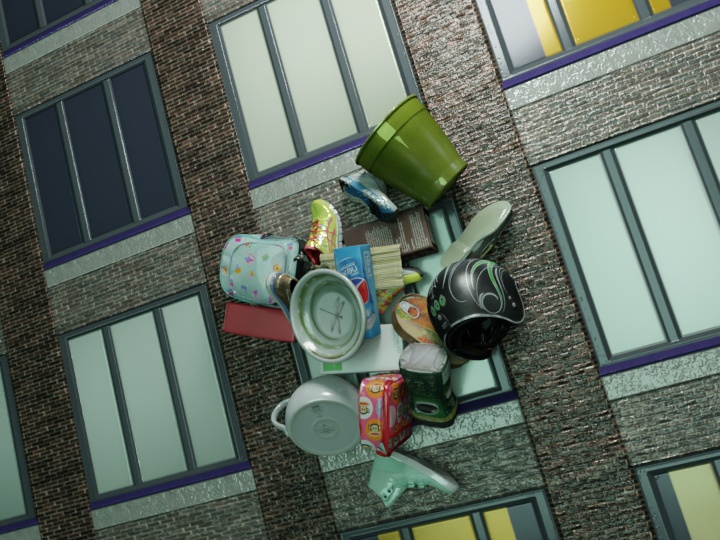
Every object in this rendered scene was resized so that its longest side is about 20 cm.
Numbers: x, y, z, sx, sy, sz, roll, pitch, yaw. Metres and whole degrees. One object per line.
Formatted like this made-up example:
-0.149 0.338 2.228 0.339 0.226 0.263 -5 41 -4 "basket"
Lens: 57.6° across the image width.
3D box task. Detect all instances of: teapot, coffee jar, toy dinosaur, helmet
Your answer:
-0.078 0.310 1.479 0.200 0.146 0.198 21 117 -13 "teapot"
0.148 0.249 1.389 0.104 0.200 0.085 4 42 22 "coffee jar"
-0.110 -0.002 1.450 0.088 0.200 0.047 45 65 -2 "toy dinosaur"
0.237 0.068 1.365 0.200 0.200 0.191 -19 44 15 "helmet"

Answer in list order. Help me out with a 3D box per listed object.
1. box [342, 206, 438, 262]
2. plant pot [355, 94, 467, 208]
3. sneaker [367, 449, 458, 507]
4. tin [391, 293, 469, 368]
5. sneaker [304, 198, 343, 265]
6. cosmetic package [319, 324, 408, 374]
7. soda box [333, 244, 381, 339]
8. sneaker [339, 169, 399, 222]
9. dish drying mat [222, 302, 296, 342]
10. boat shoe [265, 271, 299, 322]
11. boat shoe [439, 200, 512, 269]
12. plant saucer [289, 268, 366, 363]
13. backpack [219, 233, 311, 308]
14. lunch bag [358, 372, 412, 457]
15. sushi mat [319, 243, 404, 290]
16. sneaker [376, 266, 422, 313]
0.068 -0.065 1.497 0.200 0.075 0.100 -16 76 15 "box"
0.125 -0.247 1.447 0.193 0.200 0.200 43 99 5 "plant pot"
0.111 0.473 1.435 0.200 0.074 0.118 18 84 28 "sneaker"
0.157 0.134 1.426 0.200 0.112 0.042 37 138 2 "tin"
-0.093 -0.073 1.531 0.078 0.090 0.200 -26 73 54 "sneaker"
0.012 0.180 1.489 0.200 0.085 0.108 -8 79 18 "cosmetic package"
-0.006 0.047 1.414 0.064 0.068 0.200 -8 92 20 "soda box"
0.035 -0.183 1.493 0.087 0.075 0.200 -35 46 -15 "sneaker"
-0.245 0.128 1.612 0.200 0.018 0.077 6 86 19 "dish drying mat"
-0.134 0.078 1.475 0.072 0.200 0.072 5 61 37 "boat shoe"
0.263 -0.067 1.446 0.201 0.061 0.072 -45 39 7 "boat shoe"
-0.060 0.094 1.378 0.200 0.050 0.201 4 98 34 "plant saucer"
-0.237 -0.002 1.553 0.200 0.153 0.176 8 95 22 "backpack"
0.055 0.313 1.403 0.082 0.200 0.177 0 88 19 "lunch bag"
0.000 0.000 1.453 0.200 0.012 0.096 -7 91 23 "sushi mat"
0.054 0.049 1.491 0.200 0.078 0.090 -19 86 22 "sneaker"
